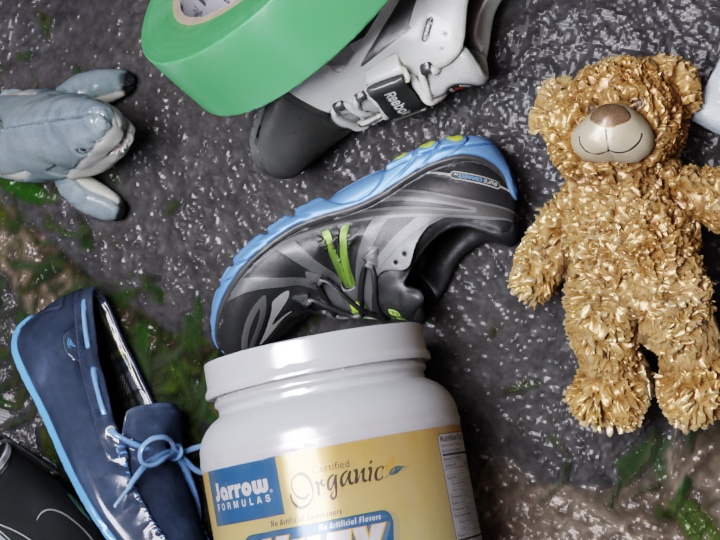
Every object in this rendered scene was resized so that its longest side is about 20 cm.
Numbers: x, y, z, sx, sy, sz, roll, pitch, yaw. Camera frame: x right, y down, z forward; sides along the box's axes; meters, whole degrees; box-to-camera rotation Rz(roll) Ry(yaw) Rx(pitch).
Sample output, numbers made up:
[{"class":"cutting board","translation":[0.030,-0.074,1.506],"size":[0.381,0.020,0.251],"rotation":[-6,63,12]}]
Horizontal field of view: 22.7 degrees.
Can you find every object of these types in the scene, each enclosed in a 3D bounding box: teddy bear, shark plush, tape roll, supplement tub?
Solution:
[{"class":"teddy bear","translation":[0.141,-0.011,0.932],"size":[0.144,0.066,0.203],"rotation":[14,104,35]},{"class":"shark plush","translation":[-0.220,-0.095,1.084],"size":[0.198,0.083,0.092],"rotation":[16,93,21]},{"class":"tape roll","translation":[-0.035,-0.176,0.967],"size":[0.200,0.048,0.202],"rotation":[-37,31,26]},{"class":"supplement tub","translation":[-0.008,0.139,0.956],"size":[0.143,0.144,0.203],"rotation":[-14,83,20]}]

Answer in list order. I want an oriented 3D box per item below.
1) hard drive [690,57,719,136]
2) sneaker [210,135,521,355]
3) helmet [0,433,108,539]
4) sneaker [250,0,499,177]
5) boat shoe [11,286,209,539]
[{"class":"hard drive","translation":[0.287,-0.094,0.912],"size":[0.199,0.033,0.141],"rotation":[30,99,20]},{"class":"sneaker","translation":[0.000,0.000,0.999],"size":[0.198,0.071,0.083],"rotation":[-29,71,15]},{"class":"helmet","translation":[-0.224,0.213,1.014],"size":[0.198,0.200,0.192],"rotation":[-20,106,19]},{"class":"sneaker","translation":[0.021,-0.117,0.989],"size":[0.089,0.074,0.200],"rotation":[45,104,20]},{"class":"boat shoe","translation":[-0.136,0.097,1.044],"size":[0.068,0.084,0.201],"rotation":[-37,77,12]}]
